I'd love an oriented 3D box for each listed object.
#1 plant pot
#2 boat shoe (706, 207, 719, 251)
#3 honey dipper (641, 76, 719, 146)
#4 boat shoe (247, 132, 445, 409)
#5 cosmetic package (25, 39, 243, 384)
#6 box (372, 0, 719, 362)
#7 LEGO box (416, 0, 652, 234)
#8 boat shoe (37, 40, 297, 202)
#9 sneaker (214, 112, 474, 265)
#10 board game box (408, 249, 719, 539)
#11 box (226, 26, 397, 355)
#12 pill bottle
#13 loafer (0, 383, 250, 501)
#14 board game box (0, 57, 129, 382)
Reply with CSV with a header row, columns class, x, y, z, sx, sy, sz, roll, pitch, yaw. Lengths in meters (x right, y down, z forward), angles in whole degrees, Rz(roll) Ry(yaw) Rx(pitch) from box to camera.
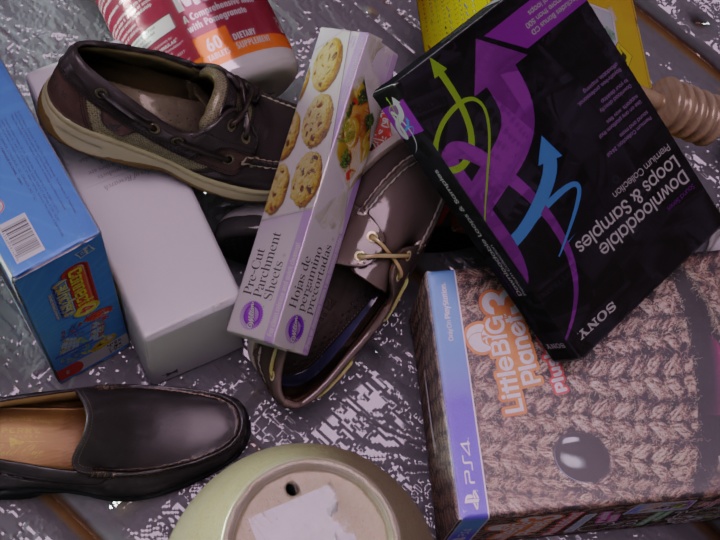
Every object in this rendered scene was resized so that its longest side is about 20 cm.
class,x,y,z,sx,sy,sz,roll,pitch,yaw
plant pot,-0.033,0.175,0.748,0.185,0.200,0.189,1,69,-3
boat shoe,0.295,-0.092,0.942,0.065,0.074,0.201,18,68,-2
honey dipper,0.156,-0.126,0.856,0.199,0.038,0.038,16,66,-29
boat shoe,0.000,0.000,0.843,0.072,0.060,0.201,32,101,-28
cosmetic package,-0.148,-0.038,0.872,0.071,0.102,0.201,-22,73,-13
box,0.119,-0.066,0.793,0.143,0.036,0.201,-40,103,-20
LEGO box,0.127,-0.123,0.906,0.148,0.077,0.202,8,65,-35
boat shoe,-0.097,-0.094,0.818,0.198,0.065,0.074,7,59,-25
sneaker,-0.007,-0.066,0.913,0.199,0.067,0.109,-5,69,-10
board game box,0.142,0.083,0.851,0.198,0.097,0.161,-5,70,-7
box,-0.028,-0.050,0.812,0.041,0.039,0.202,14,84,36
pill bottle,-0.132,-0.202,0.914,0.109,0.110,0.201,-25,84,-13
loafer,-0.168,0.107,0.830,0.198,0.072,0.073,-8,69,-8
board game box,-0.221,-0.052,0.820,0.056,0.196,0.201,-28,74,-15
